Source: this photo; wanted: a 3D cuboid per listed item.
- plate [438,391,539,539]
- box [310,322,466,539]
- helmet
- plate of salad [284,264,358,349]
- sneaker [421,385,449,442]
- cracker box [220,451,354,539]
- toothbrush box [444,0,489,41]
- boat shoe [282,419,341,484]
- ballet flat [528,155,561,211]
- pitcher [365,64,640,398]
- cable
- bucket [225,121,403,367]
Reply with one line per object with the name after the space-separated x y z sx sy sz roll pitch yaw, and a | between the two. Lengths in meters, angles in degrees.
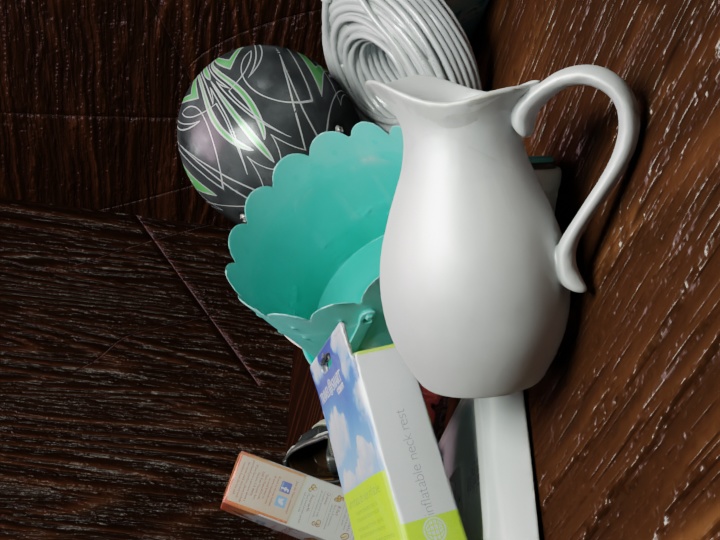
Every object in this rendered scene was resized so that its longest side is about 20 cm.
0.086 0.181 0.698 0.200 0.032 0.200 106 170 -49 | plate
0.019 0.145 0.661 0.122 0.048 0.200 123 134 -64 | box
-0.091 -0.132 0.932 0.191 0.200 0.200 23 -108 -72 | helmet
0.000 0.000 0.920 0.048 0.200 0.200 70 -163 -49 | plate of salad
0.047 0.120 0.829 0.098 0.071 0.201 85 -156 -62 | sneaker
-0.042 0.253 0.945 0.134 0.200 0.058 116 173 -70 | cracker box
0.056 -0.305 0.947 0.146 0.085 0.200 54 160 15 | toothbrush box
0.000 0.193 0.937 0.200 0.068 0.072 -10 98 47 | boat shoe
0.103 -0.062 0.712 0.200 0.069 0.069 -128 46 -76 | ballet flat
0.090 -0.024 0.569 0.121 0.171 0.200 -21 -70 -50 | pitcher
0.038 -0.201 0.920 0.200 0.069 0.200 49 158 15 | cable
0.000 -0.009 0.787 0.135 0.207 0.207 51 -151 -41 | bucket
